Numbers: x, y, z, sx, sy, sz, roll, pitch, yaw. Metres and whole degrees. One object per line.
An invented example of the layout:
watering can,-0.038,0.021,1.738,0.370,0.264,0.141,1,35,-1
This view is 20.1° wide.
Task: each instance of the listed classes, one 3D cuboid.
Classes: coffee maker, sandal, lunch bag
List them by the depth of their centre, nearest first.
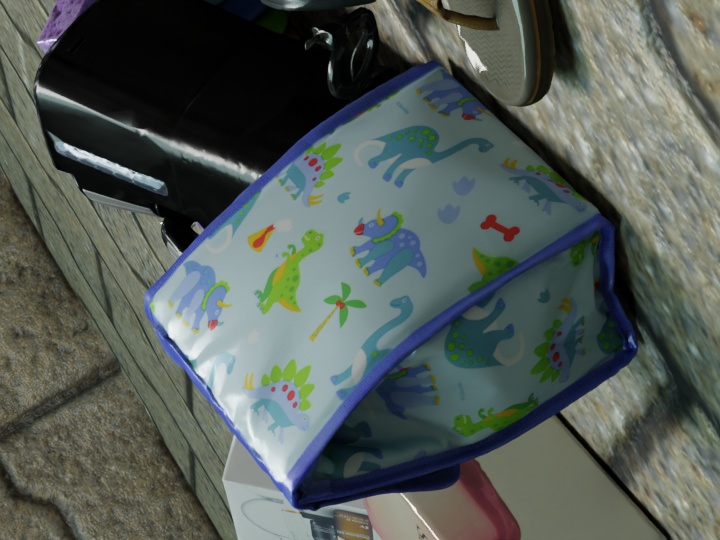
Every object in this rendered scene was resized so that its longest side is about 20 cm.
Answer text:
sandal,0.029,-0.159,0.884,0.082,0.054,0.201,40,156,57
lunch bag,0.010,0.017,1.016,0.170,0.199,0.128,46,161,45
coffee maker,-0.073,-0.094,1.160,0.199,0.135,0.193,24,122,26

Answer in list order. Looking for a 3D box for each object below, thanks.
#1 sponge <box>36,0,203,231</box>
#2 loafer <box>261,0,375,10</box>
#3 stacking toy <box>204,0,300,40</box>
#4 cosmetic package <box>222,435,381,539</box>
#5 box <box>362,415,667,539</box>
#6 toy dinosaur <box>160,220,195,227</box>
sponge,-0.132,-0.128,1.371,0.030,0.112,0.200,-9,137,32
loafer,-0.044,-0.188,1.103,0.200,0.072,0.073,-153,57,-62
stacking toy,-0.069,-0.147,1.267,0.200,0.085,0.085,58,169,-25
cosmetic package,0.010,0.173,1.418,0.199,0.052,0.151,11,155,9
box,0.089,0.159,1.225,0.200,0.109,0.128,50,163,41
toy dinosaur,-0.100,-0.085,1.486,0.181,0.105,0.201,32,143,28
